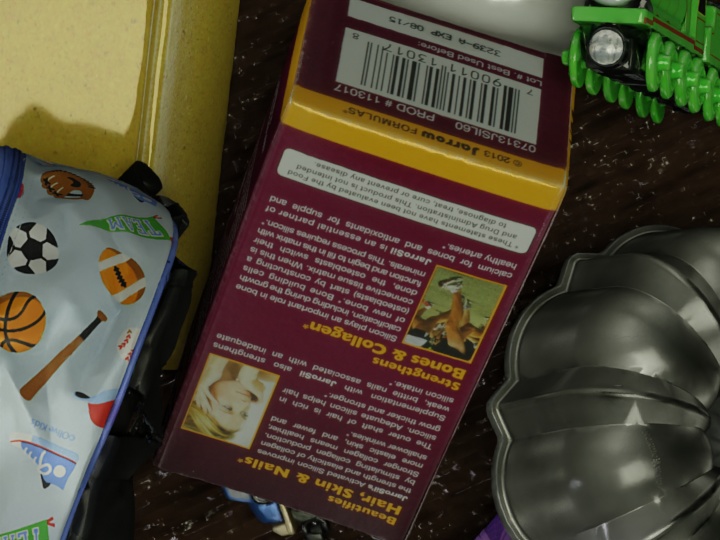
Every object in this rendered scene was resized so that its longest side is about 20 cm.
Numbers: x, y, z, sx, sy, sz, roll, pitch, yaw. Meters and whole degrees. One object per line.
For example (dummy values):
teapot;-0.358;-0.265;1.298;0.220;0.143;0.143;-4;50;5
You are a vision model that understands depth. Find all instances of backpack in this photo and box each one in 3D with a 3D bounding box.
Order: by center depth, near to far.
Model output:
backpack;-0.139;0.035;1.016;0.154;0.190;0.201;17;83;-18

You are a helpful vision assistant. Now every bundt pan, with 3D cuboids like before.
bundt pan;0.157;0.071;1.128;0.201;0.076;0.202;5;76;-22

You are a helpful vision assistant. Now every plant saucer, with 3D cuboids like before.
plant saucer;-0.154;-0.062;1.139;0.199;0.048;0.201;6;96;-6

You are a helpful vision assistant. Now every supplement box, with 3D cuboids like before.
supplement box;0.000;0.000;1.076;0.110;0.086;0.200;18;129;-6

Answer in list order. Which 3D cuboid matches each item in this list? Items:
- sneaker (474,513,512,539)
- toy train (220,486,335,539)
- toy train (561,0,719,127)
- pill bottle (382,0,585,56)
sneaker;0.059;0.151;1.137;0.081;0.083;0.200;27;68;21
toy train;-0.020;0.143;1.183;0.046;0.034;0.200;-17;98;8
toy train;0.119;-0.092;1.089;0.042;0.200;0.057;5;89;17
pill bottle;0.062;-0.152;1.115;0.111;0.111;0.201;11;95;-6
